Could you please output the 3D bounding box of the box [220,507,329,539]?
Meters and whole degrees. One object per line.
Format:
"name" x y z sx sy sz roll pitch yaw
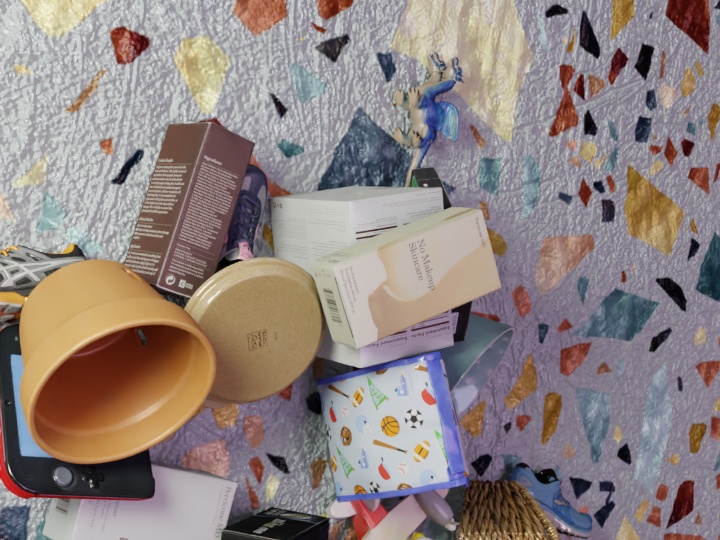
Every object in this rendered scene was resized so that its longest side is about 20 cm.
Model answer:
"box" -0.113 0.411 1.414 0.164 0.086 0.200 9 88 -73

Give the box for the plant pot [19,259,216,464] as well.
"plant pot" -0.270 0.084 1.196 0.200 0.140 0.200 -21 139 -20

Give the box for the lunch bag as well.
"lunch bag" 0.053 0.197 1.432 0.124 0.200 0.170 -7 80 -35

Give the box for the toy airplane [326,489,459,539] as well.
"toy airplane" 0.046 0.365 1.543 0.199 0.141 0.200 25 70 -42

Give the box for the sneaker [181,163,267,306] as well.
"sneaker" -0.148 -0.036 1.396 0.070 0.082 0.200 25 78 -36

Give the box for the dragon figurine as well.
"dragon figurine" 0.099 -0.206 1.589 0.099 0.059 0.200 -6 96 -37

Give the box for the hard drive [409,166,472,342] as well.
"hard drive" 0.103 -0.022 1.504 0.038 0.200 0.140 -7 134 -13

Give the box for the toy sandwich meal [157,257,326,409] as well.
"toy sandwich meal" -0.135 0.069 1.317 0.205 0.070 0.205 -13 119 -24

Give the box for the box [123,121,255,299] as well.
"box" -0.204 -0.070 1.339 0.075 0.100 0.200 20 82 -38

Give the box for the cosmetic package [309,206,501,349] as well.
"cosmetic package" 0.054 0.005 1.314 0.200 0.071 0.105 -23 104 -22

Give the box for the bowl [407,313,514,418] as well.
"bowl" 0.111 0.130 1.569 0.201 0.105 0.201 -46 161 -21

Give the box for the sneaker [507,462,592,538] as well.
"sneaker" 0.302 0.359 1.787 0.200 0.078 0.090 32 71 -36

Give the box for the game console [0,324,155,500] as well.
"game console" -0.315 0.156 1.252 0.177 0.031 0.200 9 54 -37

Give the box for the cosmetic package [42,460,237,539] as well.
"cosmetic package" -0.256 0.278 1.340 0.200 0.081 0.113 18 80 -36

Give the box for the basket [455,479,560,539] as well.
"basket" 0.234 0.401 1.656 0.143 0.149 0.200 -69 150 -52

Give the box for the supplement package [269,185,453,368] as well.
"supplement package" 0.000 0.000 1.442 0.147 0.191 0.200 -10 100 -33

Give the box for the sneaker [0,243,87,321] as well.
"sneaker" -0.383 0.012 1.231 0.200 0.078 0.077 -1 72 -36
